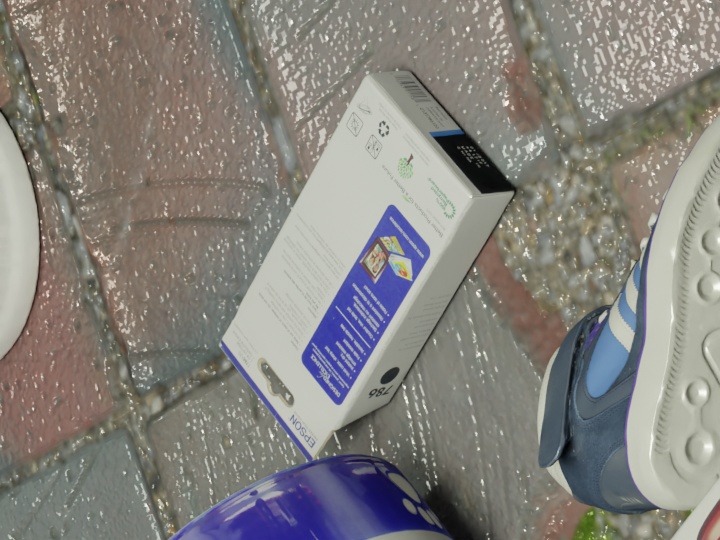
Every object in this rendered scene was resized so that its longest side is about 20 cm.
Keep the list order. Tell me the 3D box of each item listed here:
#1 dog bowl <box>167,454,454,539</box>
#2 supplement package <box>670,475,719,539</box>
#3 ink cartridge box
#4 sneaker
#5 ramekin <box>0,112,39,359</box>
[{"bbox_3d":[-0.038,0.189,1.329,0.079,0.200,0.200,53,130,29],"label":"dog bowl"},{"bbox_3d":[0.211,0.135,1.129,0.114,0.109,0.200,50,129,27],"label":"supplement package"},{"bbox_3d":[0.000,0.000,1.373,0.099,0.039,0.200,51,127,27],"label":"ink cartridge box"},{"bbox_3d":[0.138,0.016,1.206,0.146,0.080,0.200,0,73,67],"label":"sneaker"},{"bbox_3d":[-0.303,-0.026,1.636,0.200,0.098,0.201,9,103,45],"label":"ramekin"}]
